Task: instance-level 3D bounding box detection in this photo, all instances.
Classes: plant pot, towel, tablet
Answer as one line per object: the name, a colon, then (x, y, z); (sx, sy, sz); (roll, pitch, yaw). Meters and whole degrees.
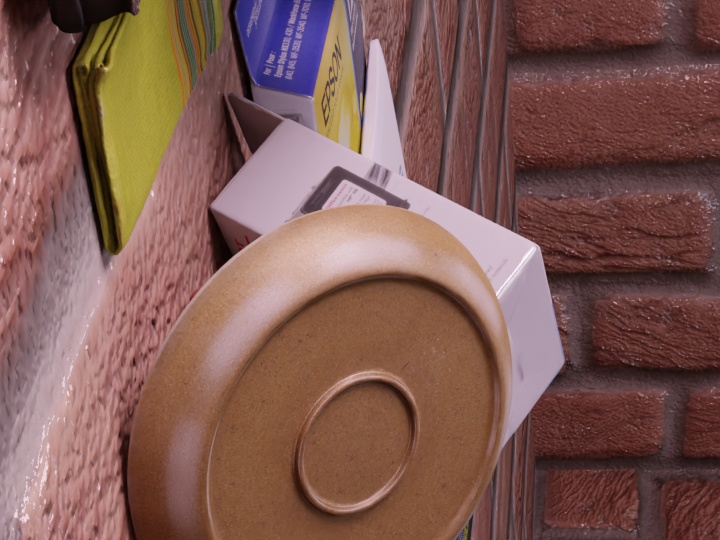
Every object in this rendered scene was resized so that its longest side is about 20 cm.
plant pot: (-0.007, 0.071, 0.784); (0.027, 0.199, 0.201); (26, -52, 50)
towel: (-0.086, -0.094, 0.780); (0.200, 0.018, 0.087); (-78, 163, -57)
tablet: (0.021, -0.042, 1.224); (0.201, 0.014, 0.131); (79, 11, -48)

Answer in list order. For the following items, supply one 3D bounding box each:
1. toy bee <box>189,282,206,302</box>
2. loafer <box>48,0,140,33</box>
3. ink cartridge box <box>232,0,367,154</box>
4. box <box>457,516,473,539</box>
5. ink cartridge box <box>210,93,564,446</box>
toy bee: (-0.017, 0.071, 0.893); (0.200, 0.108, 0.132); (90, -21, -61)
loafer: (-0.076, -0.157, 0.679); (0.201, 0.071, 0.073); (-81, 166, -51)
ink cartridge box: (-0.027, -0.119, 1.090); (0.198, 0.047, 0.201); (-80, 168, -50)
box: (0.072, 0.224, 1.588); (0.160, 0.044, 0.202); (52, 45, -78)
ink cartridge box: (0.000, 0.000, 0.929); (0.067, 0.199, 0.116); (-51, 150, -19)
